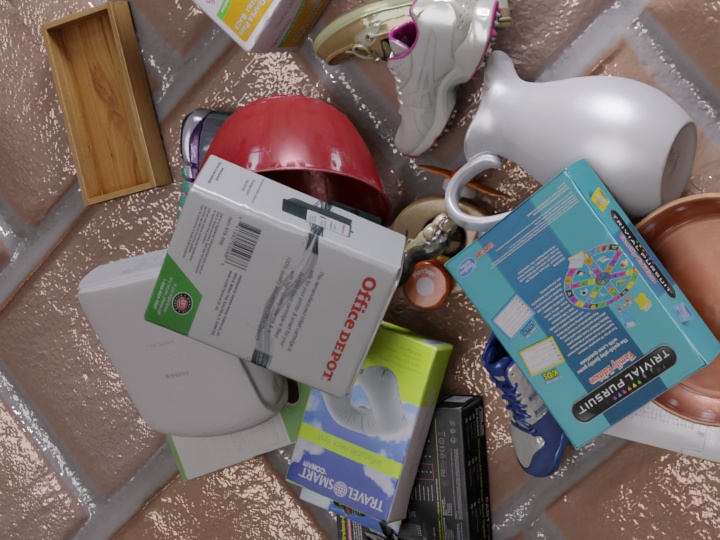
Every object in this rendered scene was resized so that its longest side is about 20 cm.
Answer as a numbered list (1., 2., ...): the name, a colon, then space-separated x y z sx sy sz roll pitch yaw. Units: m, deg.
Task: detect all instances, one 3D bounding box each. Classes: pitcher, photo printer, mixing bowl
1. pitcher: 0.184 -0.097 1.361 0.199 0.121 0.173 19 80 28
2. photo printer: -0.173 0.077 1.526 0.165 0.070 0.201 -11 115 31
3. mixing bowl: -0.070 -0.101 1.482 0.199 0.200 0.109 -15 64 28
4. photo printer: 0.285 0.060 1.375 0.165 0.069 0.202 12 103 25

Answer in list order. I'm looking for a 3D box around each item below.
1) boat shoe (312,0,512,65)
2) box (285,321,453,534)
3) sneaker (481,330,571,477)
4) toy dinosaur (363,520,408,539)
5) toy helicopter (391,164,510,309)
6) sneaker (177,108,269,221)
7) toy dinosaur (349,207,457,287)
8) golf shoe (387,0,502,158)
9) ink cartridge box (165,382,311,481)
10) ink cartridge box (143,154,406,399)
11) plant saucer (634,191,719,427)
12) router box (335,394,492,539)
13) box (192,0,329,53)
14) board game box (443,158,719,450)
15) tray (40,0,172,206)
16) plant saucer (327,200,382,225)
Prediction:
1. boat shoe: 0.047 -0.229 1.450 0.200 0.073 0.064 -18 86 21
2. box: 0.005 0.150 1.475 0.121 0.048 0.201 19 98 26
3. sneaker: 0.148 0.100 1.429 0.075 0.088 0.202 10 106 52
4. toy dinosaur: 0.048 0.313 1.459 0.199 0.136 0.103 -16 51 20
5. toy helicopter: 0.125 -0.044 1.445 0.199 0.079 0.133 -9 96 15
6. sneaker: -0.138 -0.066 1.573 0.087 0.074 0.202 3 100 20
7. toy dinosaur: 0.000 0.000 1.432 0.200 0.047 0.088 -45 75 22
8. golf shoe: 0.059 -0.187 1.414 0.091 0.076 0.200 19 138 -8
9. ink cartridge box: -0.128 0.127 1.612 0.199 0.048 0.146 -21 89 27
10. ink cartridge box: -0.074 0.007 1.370 0.199 0.083 0.147 23 116 -3
11. plant saucer: 0.308 0.033 1.302 0.199 0.032 0.202 5 101 26
12. router box: 0.051 0.224 1.527 0.149 0.062 0.202 0 99 26
13. box: -0.124 -0.320 1.504 0.200 0.101 0.113 45 115 14
14. board game box: 0.189 0.030 1.309 0.151 0.047 0.201 -39 84 33
15. tray: -0.274 -0.179 1.643 0.098 0.037 0.201 -12 92 29
16. plant saucer: -0.070 -0.020 1.515 0.199 0.070 0.019 -25 59 39
